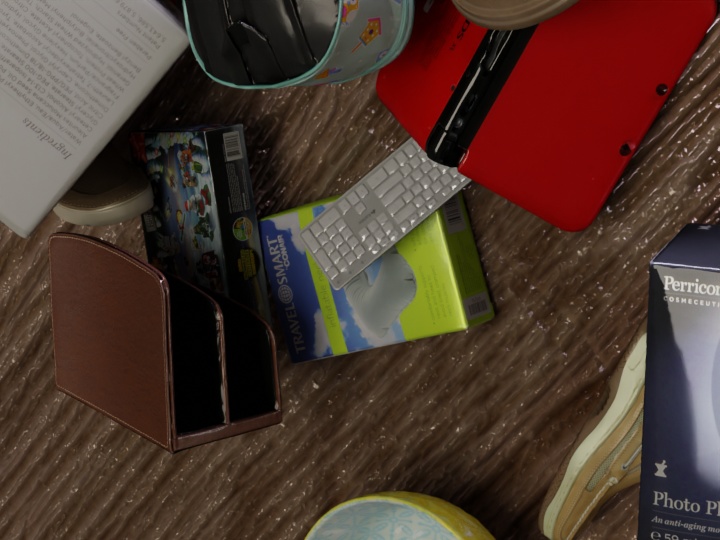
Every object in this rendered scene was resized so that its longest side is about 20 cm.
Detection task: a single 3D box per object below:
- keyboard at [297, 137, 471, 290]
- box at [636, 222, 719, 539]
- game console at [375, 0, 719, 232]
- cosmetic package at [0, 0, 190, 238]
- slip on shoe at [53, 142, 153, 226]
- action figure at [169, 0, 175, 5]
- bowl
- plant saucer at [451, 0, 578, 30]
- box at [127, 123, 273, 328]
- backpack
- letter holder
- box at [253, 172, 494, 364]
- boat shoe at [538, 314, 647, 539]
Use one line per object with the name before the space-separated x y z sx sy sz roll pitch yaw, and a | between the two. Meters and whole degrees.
keyboard | 0.043 -0.068 1.370 0.200 0.011 0.056 -39 75 8
box | 0.288 0.085 1.199 0.198 0.123 0.201 5 105 21
game console | 0.127 -0.161 1.319 0.201 0.118 0.173 -60 36 18
cosmetic package | -0.254 -0.164 1.415 0.165 0.165 0.200 40 95 -15
slip on shoe | -0.239 -0.096 1.549 0.200 0.076 0.061 38 146 51
action figure | -0.172 -0.301 1.499 0.065 0.052 0.202 -3 102 32
bowl | 0.056 0.256 1.437 0.199 0.107 0.202 10 107 34
plant saucer | 0.122 -0.256 1.239 0.199 0.029 0.202 -29 46 36
box | -0.130 -0.018 1.516 0.136 0.040 0.202 5 106 57
backpack | -0.042 -0.226 1.293 0.175 0.153 0.202 -3 89 39
letter holder | -0.158 0.039 1.452 0.199 0.100 0.144 18 115 53
box | 0.000 0.000 1.450 0.199 0.047 0.123 -14 92 37
boat shoe | 0.197 0.126 1.333 0.076 0.072 0.201 31 118 12
